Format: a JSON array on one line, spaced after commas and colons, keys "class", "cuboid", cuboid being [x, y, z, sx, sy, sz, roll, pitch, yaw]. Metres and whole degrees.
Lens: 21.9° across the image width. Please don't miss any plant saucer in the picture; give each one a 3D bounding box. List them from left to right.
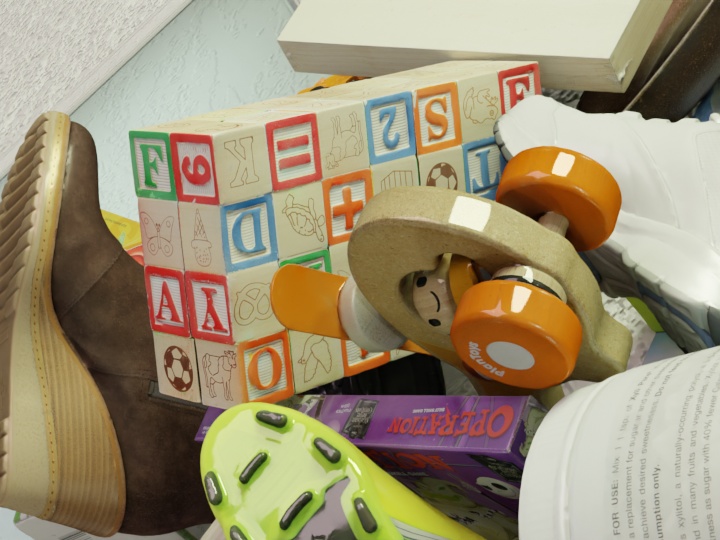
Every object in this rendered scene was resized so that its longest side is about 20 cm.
[{"class": "plant saucer", "cuboid": [0.168, -0.133, 0.907, 0.201, 0.032, 0.200, -55, 6, 9]}]

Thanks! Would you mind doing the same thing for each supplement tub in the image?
[{"class": "supplement tub", "cuboid": [0.166, 0.080, 0.610, 0.199, 0.132, 0.133, -17, 40, 39]}]

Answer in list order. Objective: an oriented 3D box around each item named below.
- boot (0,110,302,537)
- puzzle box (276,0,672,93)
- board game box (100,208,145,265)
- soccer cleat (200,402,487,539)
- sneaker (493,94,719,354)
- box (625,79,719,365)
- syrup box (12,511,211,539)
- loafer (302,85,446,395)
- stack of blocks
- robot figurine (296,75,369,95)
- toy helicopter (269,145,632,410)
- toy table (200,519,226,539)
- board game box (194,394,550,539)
[{"class": "boot", "cuboid": [-0.096, 0.030, 0.912, 0.072, 0.165, 0.202, -16, 70, 61]}, {"class": "puzzle box", "cuboid": [0.068, -0.149, 0.939, 0.199, 0.025, 0.134, 9, 55, 36]}, {"class": "board game box", "cuboid": [-0.158, 0.032, 1.018, 0.135, 0.034, 0.200, -53, 30, -12]}, {"class": "soccer cleat", "cuboid": [0.021, 0.120, 0.720, 0.199, 0.084, 0.065, 31, 88, 22]}, {"class": "sneaker", "cuboid": [0.128, -0.028, 0.773, 0.087, 0.075, 0.200, -42, 40, -4]}, {"class": "box", "cuboid": [0.193, -0.045, 0.816, 0.121, 0.048, 0.201, -4, 49, 50]}, {"class": "syrup box", "cuboid": [-0.113, 0.071, 1.029, 0.081, 0.079, 0.201, -25, 35, 32]}, {"class": "loafer", "cuboid": [0.000, 0.000, 0.929, 0.068, 0.070, 0.202, -41, 49, 43]}, {"class": "stack of blocks", "cuboid": [-0.001, -0.022, 0.825, 0.199, 0.116, 0.058, -18, 17, -41]}, {"class": "robot figurine", "cuboid": [-0.004, -0.048, 1.059, 0.144, 0.058, 0.201, -29, 34, 27]}, {"class": "toy helicopter", "cuboid": [0.048, 0.035, 0.748, 0.131, 0.200, 0.079, 4, 56, 26]}, {"class": "toy table", "cuboid": [-0.060, 0.189, 0.781, 0.199, 0.117, 0.185, 2, 54, 51]}, {"class": "board game box", "cuboid": [0.033, 0.089, 0.780, 0.199, 0.120, 0.032, -4, 53, 50]}]
